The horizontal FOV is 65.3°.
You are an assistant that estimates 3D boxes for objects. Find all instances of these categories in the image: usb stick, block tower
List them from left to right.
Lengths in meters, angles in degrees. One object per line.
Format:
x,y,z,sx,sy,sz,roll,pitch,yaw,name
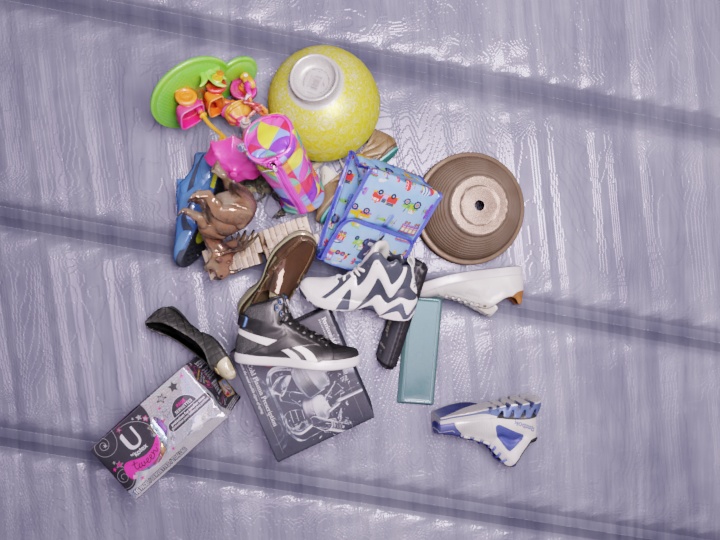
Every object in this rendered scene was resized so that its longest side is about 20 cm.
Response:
-0.171,-0.041,0.983,0.198,0.054,0.058,-18,93,-2,block tower
0.070,0.074,0.979,0.032,0.055,0.202,7,107,-32,usb stick

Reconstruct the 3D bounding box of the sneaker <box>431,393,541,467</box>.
0.232,0.293,0.998,0.197,0.081,0.117,-6,90,-4,sneaker

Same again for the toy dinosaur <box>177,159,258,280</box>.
-0.205,-0.083,0.883,0.135,0.086,0.200,36,134,-17,toy dinosaur

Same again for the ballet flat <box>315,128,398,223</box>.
-0.023,-0.173,0.981,0.072,0.068,0.200,45,88,6,ballet flat

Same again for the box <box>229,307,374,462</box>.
-0.097,0.187,0.968,0.181,0.104,0.202,-24,92,-2,box

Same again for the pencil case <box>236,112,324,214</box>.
-0.115,-0.156,0.868,0.087,0.200,0.089,-3,72,11,pencil case

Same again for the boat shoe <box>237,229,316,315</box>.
-0.134,0.027,0.947,0.074,0.075,0.203,24,115,-30,boat shoe

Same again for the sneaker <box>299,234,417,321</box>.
0.000,0.000,0.918,0.197,0.079,0.131,12,107,15,sneaker

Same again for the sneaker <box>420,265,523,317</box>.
0.195,0.043,0.990,0.197,0.073,0.086,-6,87,-3,sneaker

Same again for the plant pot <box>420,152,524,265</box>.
0.195,-0.109,0.978,0.198,0.093,0.204,0,92,-2,plant pot

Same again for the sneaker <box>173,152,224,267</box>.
-0.290,-0.107,0.975,0.078,0.066,0.202,21,91,10,sneaker

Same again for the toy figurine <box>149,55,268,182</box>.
-0.206,-0.234,0.916,0.199,0.150,0.185,-31,77,-26,toy figurine

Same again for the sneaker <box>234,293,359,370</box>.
-0.097,0.093,0.878,0.197,0.073,0.113,3,91,-1,sneaker

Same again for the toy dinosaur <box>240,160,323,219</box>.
-0.130,-0.143,0.987,0.198,0.047,0.089,-21,86,-5,toy dinosaur

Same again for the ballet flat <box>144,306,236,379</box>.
-0.283,0.128,0.948,0.199,0.067,0.057,31,48,26,ballet flat

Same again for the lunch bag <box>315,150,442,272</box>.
0.020,-0.077,0.954,0.149,0.094,0.202,13,114,-29,lunch bag

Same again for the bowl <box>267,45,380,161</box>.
-0.069,-0.294,0.931,0.197,0.108,0.203,-1,81,6,bowl

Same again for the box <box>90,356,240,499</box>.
-0.322,0.254,0.946,0.200,0.132,0.115,-42,93,-1,box

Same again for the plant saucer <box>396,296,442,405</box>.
0.109,0.144,1.019,0.069,0.019,0.203,5,93,-3,plant saucer
